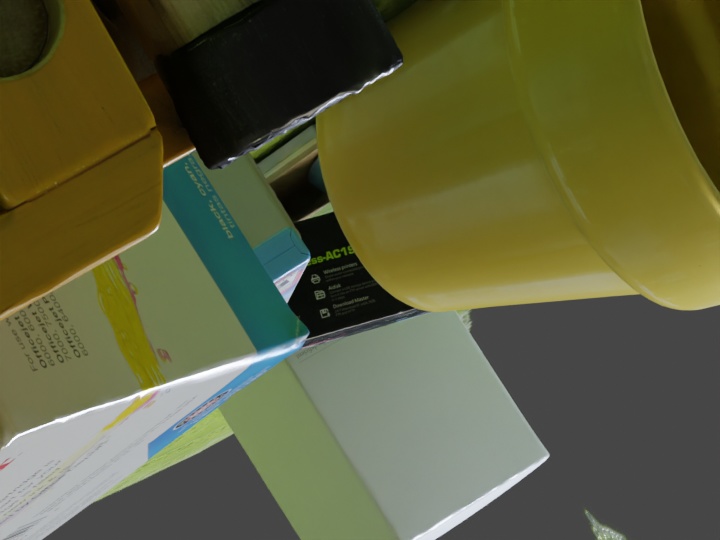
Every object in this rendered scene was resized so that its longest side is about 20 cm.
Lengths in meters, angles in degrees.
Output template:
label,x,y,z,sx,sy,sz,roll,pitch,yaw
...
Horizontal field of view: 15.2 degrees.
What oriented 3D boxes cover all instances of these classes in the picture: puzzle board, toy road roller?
label,x,y,z,sx,sy,sz,roll,pitch,yaw
puzzle board,0.003,-0.073,1.413,0.200,0.017,0.151,-35,171,15
toy road roller,-0.099,-0.053,0.680,0.200,0.123,0.146,-31,-177,-22

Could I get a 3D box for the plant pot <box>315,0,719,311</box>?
label,x,y,z,sx,sy,sz,roll,pitch,yaw
plant pot,0.092,-0.067,1.195,0.188,0.201,0.201,-20,-179,31

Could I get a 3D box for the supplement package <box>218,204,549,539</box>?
label,x,y,z,sx,sy,sz,roll,pitch,yaw
supplement package,-0.005,0.070,1.598,0.117,0.200,0.117,-28,172,-30

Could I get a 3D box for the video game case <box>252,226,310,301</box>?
label,x,y,z,sx,sy,sz,roll,pitch,yaw
video game case,-0.095,0.050,1.122,0.143,0.018,0.200,-33,173,-16

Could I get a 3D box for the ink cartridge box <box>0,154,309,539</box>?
label,x,y,z,sx,sy,sz,roll,pitch,yaw
ink cartridge box,-0.143,0.014,0.816,0.147,0.145,0.200,-36,173,21

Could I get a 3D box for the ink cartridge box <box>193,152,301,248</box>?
label,x,y,z,sx,sy,sz,roll,pitch,yaw
ink cartridge box,-0.137,0.022,1.158,0.145,0.084,0.200,-29,172,-37

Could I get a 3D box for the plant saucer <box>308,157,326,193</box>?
label,x,y,z,sx,sy,sz,roll,pitch,yaw
plant saucer,0.064,-0.090,1.395,0.200,0.027,0.200,-32,171,-5

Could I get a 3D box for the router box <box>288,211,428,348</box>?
label,x,y,z,sx,sy,sz,roll,pitch,yaw
router box,0.000,0.000,1.422,0.199,0.062,0.150,-15,177,-13
